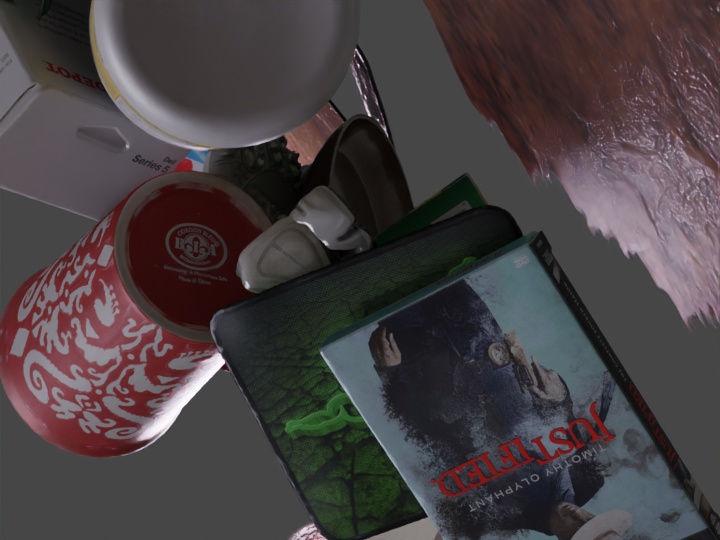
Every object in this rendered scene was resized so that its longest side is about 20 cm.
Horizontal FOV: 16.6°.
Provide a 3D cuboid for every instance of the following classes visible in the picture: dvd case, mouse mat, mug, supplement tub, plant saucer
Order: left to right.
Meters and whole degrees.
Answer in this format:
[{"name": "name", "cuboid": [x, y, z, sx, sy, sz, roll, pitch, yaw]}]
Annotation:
[{"name": "mug", "cuboid": [-0.117, 0.015, 1.532, 0.134, 0.177, 0.200, 61, 150, 7]}, {"name": "supplement tub", "cuboid": [-0.082, -0.141, 1.410, 0.146, 0.145, 0.200, 56, 175, -6]}, {"name": "plant saucer", "cuboid": [0.000, 0.000, 1.606, 0.200, 0.032, 0.202, -6, -90, -73]}, {"name": "mouse mat", "cuboid": [0.029, 0.062, 1.381, 0.162, 0.199, 0.008, 62, -155, -15]}, {"name": "dvd case", "cuboid": [0.088, 0.092, 1.351, 0.201, 0.145, 0.022, 57, -152, -13]}]

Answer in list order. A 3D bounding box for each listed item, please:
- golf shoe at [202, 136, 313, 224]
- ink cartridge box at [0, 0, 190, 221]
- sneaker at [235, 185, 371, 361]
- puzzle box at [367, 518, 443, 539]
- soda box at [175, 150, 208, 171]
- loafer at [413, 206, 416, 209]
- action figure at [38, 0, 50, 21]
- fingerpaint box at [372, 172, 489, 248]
[{"name": "golf shoe", "cuboid": [-0.076, -0.042, 1.591, 0.200, 0.097, 0.079, 29, -122, -70]}, {"name": "ink cartridge box", "cuboid": [-0.211, -0.137, 1.551, 0.145, 0.084, 0.200, 19, -148, -49]}, {"name": "sneaker", "cuboid": [-0.003, 0.051, 1.445, 0.201, 0.081, 0.075, 60, 172, -19]}, {"name": "puzzle box", "cuboid": [0.046, 0.157, 1.753, 0.025, 0.201, 0.133, 19, -164, -23]}, {"name": "soda box", "cuboid": [-0.098, -0.094, 1.681, 0.064, 0.068, 0.200, 12, 160, 10]}, {"name": "loafer", "cuboid": [0.024, -0.007, 1.733, 0.200, 0.068, 0.076, 40, -154, 15]}, {"name": "action figure", "cuboid": [-0.175, -0.229, 1.546, 0.054, 0.119, 0.200, 20, -166, -14]}, {"name": "fingerpaint box", "cuboid": [0.086, 0.055, 1.485, 0.201, 0.073, 0.167, 56, 176, 5]}]
